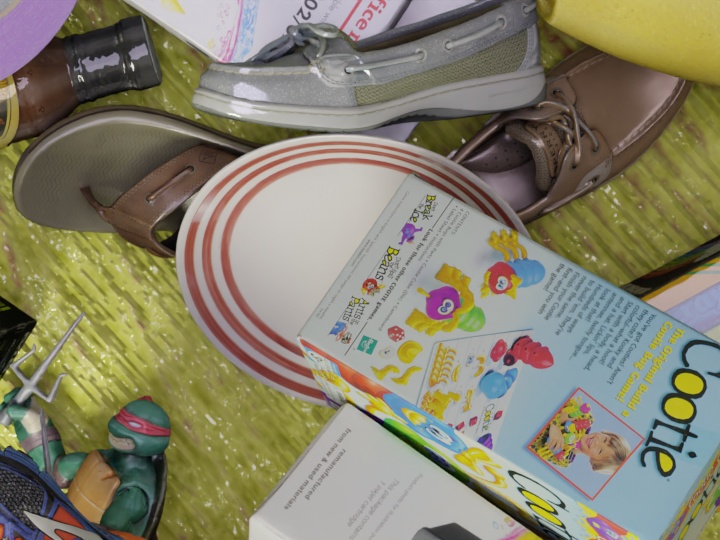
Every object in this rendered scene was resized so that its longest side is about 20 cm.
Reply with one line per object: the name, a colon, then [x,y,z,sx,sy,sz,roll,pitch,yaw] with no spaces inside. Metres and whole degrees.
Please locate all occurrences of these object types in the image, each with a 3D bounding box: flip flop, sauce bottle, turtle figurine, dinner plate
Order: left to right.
sauce bottle: [-0.210,-0.097,1.254,0.199,0.065,0.065,-17,91,0]
turtle figurine: [-0.155,0.134,1.232,0.100,0.150,0.201,19,100,-21]
flip flop: [-0.092,-0.036,1.248,0.199,0.058,0.081,12,123,-5]
dinner plate: [0.000,0.000,1.229,0.199,0.024,0.201,5,131,6]

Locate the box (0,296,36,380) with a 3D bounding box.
box: [-0.251,0.102,1.194,0.047,0.193,0.200,33,91,-3]

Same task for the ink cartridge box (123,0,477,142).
ink cartridge box: [-0.037,-0.155,1.252,0.200,0.068,0.115,33,91,-2]

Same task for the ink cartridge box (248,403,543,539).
ink cartridge box: [0.044,0.176,1.150,0.200,0.148,0.086,34,66,11]

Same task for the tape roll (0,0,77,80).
tape roll: [-0.227,-0.192,1.159,0.066,0.200,0.201,14,91,42]

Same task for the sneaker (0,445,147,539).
sneaker: [-0.155,0.147,1.108,0.200,0.078,0.075,30,105,-29]

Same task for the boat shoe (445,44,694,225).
boat shoe: [0.105,-0.066,1.257,0.200,0.065,0.071,-38,91,0]

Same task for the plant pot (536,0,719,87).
plant pot: [0.163,-0.184,1.183,0.141,0.200,0.201,-6,91,-4]

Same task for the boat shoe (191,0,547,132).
boat shoe: [0.006,-0.109,1.187,0.201,0.074,0.065,-7,100,-24]

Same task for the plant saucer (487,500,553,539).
plant saucer: [0.087,0.169,1.223,0.200,0.200,0.034,48,48,-1]

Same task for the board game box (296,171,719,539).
board game box: [0.085,0.058,1.109,0.200,0.103,0.105,30,75,19]

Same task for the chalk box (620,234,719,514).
chalk box: [0.170,0.067,1.231,0.200,0.125,0.124,-29,91,1]
